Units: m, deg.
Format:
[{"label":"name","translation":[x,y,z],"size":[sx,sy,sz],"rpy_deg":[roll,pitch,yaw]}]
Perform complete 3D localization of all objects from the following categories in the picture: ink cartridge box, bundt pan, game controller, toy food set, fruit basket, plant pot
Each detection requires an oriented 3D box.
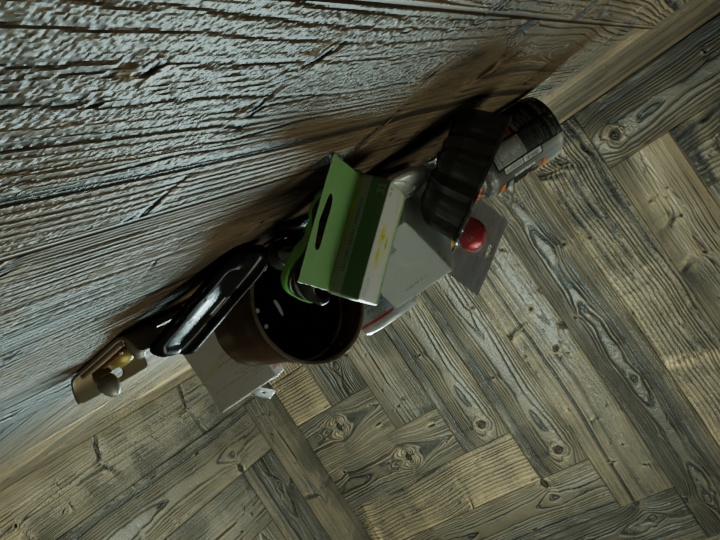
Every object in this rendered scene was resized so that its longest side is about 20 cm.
[{"label":"ink cartridge box","translation":[-0.003,-0.040,0.908],"size":[0.200,0.048,0.146],"rpy_deg":[24,81,-76]},{"label":"bundt pan","translation":[0.144,-0.143,1.141],"size":[0.202,0.076,0.202],"rpy_deg":[23,90,-84]},{"label":"game controller","translation":[-0.202,0.042,1.064],"size":[0.200,0.042,0.104],"rpy_deg":[-48,160,16]},{"label":"toy food set","translation":[-0.326,0.127,1.181],"size":[0.200,0.060,0.143],"rpy_deg":[-35,178,37]},{"label":"fruit basket","translation":[0.173,-0.078,1.488],"size":[0.094,0.200,0.185],"rpy_deg":[-19,-141,53]},{"label":"plant pot","translation":[-0.131,0.068,1.276],"size":[0.200,0.200,0.198],"rpy_deg":[-32,-175,-38]},{"label":"ink cartridge box","translation":[-0.243,0.168,1.509],"size":[0.125,0.200,0.129],"rpy_deg":[-34,178,0]}]

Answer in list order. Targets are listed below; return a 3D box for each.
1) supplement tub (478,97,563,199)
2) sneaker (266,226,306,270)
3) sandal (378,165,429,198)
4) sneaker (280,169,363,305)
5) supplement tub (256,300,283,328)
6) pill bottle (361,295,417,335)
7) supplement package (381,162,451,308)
[{"label":"supplement tub","translation":[0.252,-0.212,1.420],"size":[0.200,0.123,0.123],"rpy_deg":[-33,178,-11]},{"label":"sneaker","translation":[-0.056,-0.027,1.154],"size":[0.200,0.060,0.104],"rpy_deg":[8,161,-42]},{"label":"sandal","translation":[0.010,-0.108,1.159],"size":[0.203,0.050,0.082],"rpy_deg":[-33,162,33]},{"label":"sneaker","translation":[-0.032,-0.041,1.016],"size":[0.077,0.084,0.200],"rpy_deg":[-29,149,-55]},{"label":"supplement tub","translation":[-0.162,0.068,1.530],"size":[0.122,0.123,0.200],"rpy_deg":[-34,179,1]},{"label":"pill bottle","translation":[0.000,0.000,1.339],"size":[0.109,0.200,0.109],"rpy_deg":[-33,178,-1]},{"label":"supplement package","translation":[0.066,-0.059,1.238],"size":[0.114,0.110,0.200],"rpy_deg":[-36,-157,24]}]
